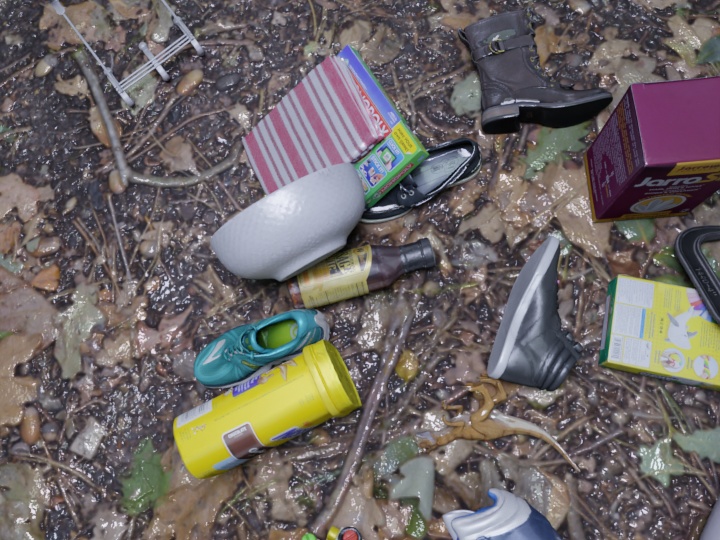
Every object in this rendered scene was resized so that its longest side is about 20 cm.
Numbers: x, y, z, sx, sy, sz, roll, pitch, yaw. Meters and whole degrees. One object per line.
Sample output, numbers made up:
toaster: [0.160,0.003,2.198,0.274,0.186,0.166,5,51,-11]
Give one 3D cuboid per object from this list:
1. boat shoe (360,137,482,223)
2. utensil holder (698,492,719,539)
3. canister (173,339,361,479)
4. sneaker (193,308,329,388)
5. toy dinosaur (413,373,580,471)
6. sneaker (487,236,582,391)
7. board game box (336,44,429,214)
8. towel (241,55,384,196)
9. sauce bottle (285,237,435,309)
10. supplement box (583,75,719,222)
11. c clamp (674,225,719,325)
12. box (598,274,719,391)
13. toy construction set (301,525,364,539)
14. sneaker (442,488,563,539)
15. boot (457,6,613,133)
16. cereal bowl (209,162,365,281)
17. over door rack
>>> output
boat shoe: [0.076,-0.127,0.842,0.197,0.066,0.075,-18,77,1]
utensil holder: [0.480,0.272,0.665,0.169,0.170,0.201,29,78,11]
canister: [-0.108,0.170,0.747,0.198,0.149,0.087,-27,75,0]
sneaker: [-0.138,0.093,0.793,0.198,0.080,0.078,-25,73,15]
toy dinosaur: [0.167,0.190,0.774,0.197,0.060,0.108,-4,96,12]
sneaker: [0.241,0.061,0.788,0.098,0.071,0.202,24,77,-1]
board game box: [-0.011,-0.190,0.843,0.134,0.029,0.201,-40,66,22]
towel: [-0.071,-0.179,0.847,0.199,0.030,0.148,-36,68,25]
sauce bottle: [0.000,0.000,0.821,0.197,0.066,0.067,-17,76,-1]
supplement box: [0.369,-0.140,0.752,0.129,0.200,0.105,-4,76,5]
c clamp: [0.496,0.015,0.765,0.169,0.027,0.202,-14,54,-6]
box: [0.412,0.082,0.775,0.197,0.048,0.119,11,77,9]
toy construction set: [-0.015,0.381,0.716,0.199,0.092,0.132,32,56,3]
sneaker: [0.127,0.335,0.656,0.146,0.081,0.200,41,86,22]
boot: [0.243,-0.292,0.866,0.197,0.069,0.177,-5,77,6]
cereal bowl: [-0.076,-0.046,0.748,0.199,0.200,0.084,-30,89,-3]
over door rack: [-0.350,-0.369,0.926,0.147,0.067,0.201,-38,97,-5]
